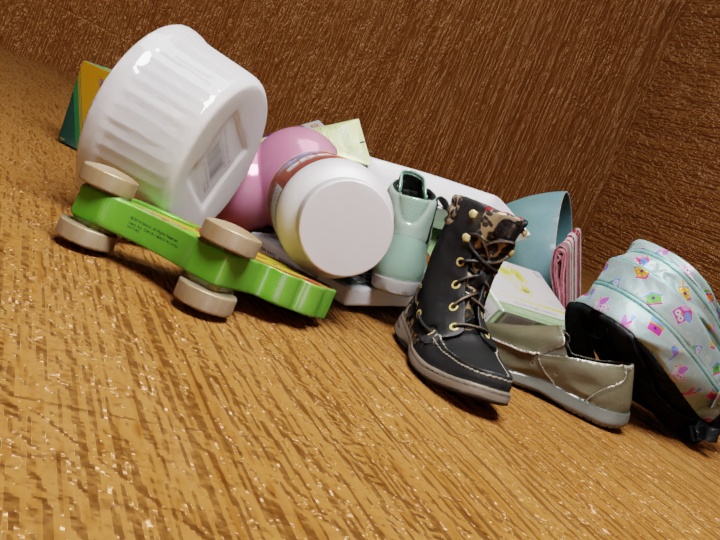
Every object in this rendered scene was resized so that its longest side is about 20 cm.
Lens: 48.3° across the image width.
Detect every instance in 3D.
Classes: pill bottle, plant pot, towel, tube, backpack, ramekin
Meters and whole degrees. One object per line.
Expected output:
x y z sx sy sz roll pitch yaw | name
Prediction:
-0.030 -0.056 0.781 0.111 0.113 0.200 19 7 -15 | pill bottle
0.213 -0.010 1.106 0.134 0.202 0.200 4 2 21 | plant pot
0.269 0.025 1.045 0.023 0.145 0.200 2 10 20 | towel
-0.089 -0.146 1.019 0.198 0.059 0.052 -12 12 -7 | tube
0.302 0.068 0.831 0.200 0.127 0.167 48 -13 -35 | backpack
-0.178 -0.130 0.801 0.097 0.201 0.200 30 10 8 | ramekin

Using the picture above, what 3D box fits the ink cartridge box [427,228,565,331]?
0.152 0.004 0.937 0.145 0.048 0.201 16 35 -39 | ink cartridge box

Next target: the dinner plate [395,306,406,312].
0.131 0.063 0.946 0.199 0.024 0.200 22 10 -4 | dinner plate

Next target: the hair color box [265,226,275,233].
-0.024 -0.052 1.121 0.199 0.065 0.109 10 14 -46 | hair color box

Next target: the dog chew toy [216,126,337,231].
-0.123 -0.100 0.940 0.198 0.126 0.125 -5 10 0 | dog chew toy

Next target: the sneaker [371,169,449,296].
0.052 -0.051 0.876 0.073 0.119 0.200 13 12 -3 | sneaker

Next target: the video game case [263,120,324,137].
-0.117 -0.140 1.091 0.199 0.036 0.181 -18 32 -13 | video game case

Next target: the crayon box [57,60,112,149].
-0.314 -0.198 1.107 0.199 0.120 0.058 25 10 23 | crayon box

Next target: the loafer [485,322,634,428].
0.176 0.081 0.788 0.199 0.070 0.075 24 9 14 | loafer

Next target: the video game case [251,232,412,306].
0.000 0.000 0.919 0.199 0.024 0.181 4 17 -44 | video game case

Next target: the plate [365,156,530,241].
0.098 -0.086 1.012 0.198 0.033 0.200 15 17 -8 | plate

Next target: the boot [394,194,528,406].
0.098 0.019 0.700 0.073 0.152 0.200 19 9 -14 | boot

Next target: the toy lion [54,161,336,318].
-0.124 -0.014 0.686 0.199 0.069 0.192 25 2 20 | toy lion
